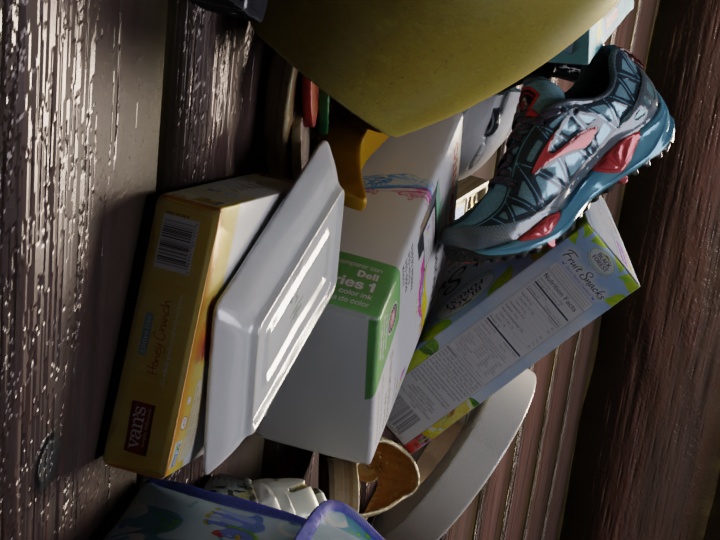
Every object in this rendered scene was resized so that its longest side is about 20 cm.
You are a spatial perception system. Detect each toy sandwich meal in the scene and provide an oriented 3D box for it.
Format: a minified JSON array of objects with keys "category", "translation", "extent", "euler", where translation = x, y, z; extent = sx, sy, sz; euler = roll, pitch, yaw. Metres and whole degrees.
[{"category":"toy sandwich meal","translation":[0.002,-0.128,1.343],"extent":[0.205,0.070,0.206],"euler":[14,90,-79]}]

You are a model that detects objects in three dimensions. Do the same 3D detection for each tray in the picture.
[{"category":"tray","translation":[-0.043,0.018,1.219],"extent":[0.200,0.022,0.108],"euler":[-61,160,-56]}]

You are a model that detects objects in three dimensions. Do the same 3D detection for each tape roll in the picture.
[{"category":"tape roll","translation":[0.081,0.161,1.942],"extent":[0.203,0.037,0.203],"euler":[-54,-175,7]}]

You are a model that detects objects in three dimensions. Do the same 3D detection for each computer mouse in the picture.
[{"category":"computer mouse","translation":[0.086,-0.104,1.588],"extent":[0.200,0.109,0.044],"euler":[-41,-114,53]}]

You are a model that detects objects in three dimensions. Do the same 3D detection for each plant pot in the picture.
[{"category":"plant pot","translation":[0.023,-0.157,1.188],"extent":[0.142,0.200,0.200],"euler":[-52,172,9]}]

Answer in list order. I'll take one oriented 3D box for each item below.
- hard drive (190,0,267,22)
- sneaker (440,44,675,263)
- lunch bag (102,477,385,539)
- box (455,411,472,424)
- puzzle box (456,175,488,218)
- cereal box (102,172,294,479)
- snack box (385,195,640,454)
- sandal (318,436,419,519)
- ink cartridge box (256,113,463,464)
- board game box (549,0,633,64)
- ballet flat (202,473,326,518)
[{"category":"hard drive","translation":[-0.067,-0.198,1.009],"extent":[0.200,0.038,0.140],"euler":[13,91,-79]},{"category":"sneaker","translation":[0.118,-0.081,1.484],"extent":[0.200,0.079,0.096],"euler":[-39,114,-27]},{"category":"lunch bag","translation":[-0.052,0.201,1.141],"extent":[0.170,0.200,0.128],"euler":[-51,153,-63]},{"category":"box","translation":[0.085,0.042,1.927],"extent":[0.200,0.082,0.068],"euler":[-60,161,-51]},{"category":"puzzle box","translation":[0.046,0.011,1.755],"extent":[0.200,0.025,0.133],"euler":[-34,136,-60]},{"category":"cereal box","translation":[-0.079,0.024,1.207],"extent":[0.200,0.039,0.144],"euler":[-26,128,-76]},{"category":"snack box","translation":[0.090,0.018,1.570],"extent":[0.200,0.068,0.169],"euler":[-38,-162,13]},{"category":"sandal","translation":[0.008,0.151,1.560],"extent":[0.212,0.069,0.078],"euler":[-127,-141,-85]},{"category":"ink cartridge box","translation":[0.000,0.000,1.448],"extent":[0.145,0.084,0.200],"euler":[93,15,-46]},{"category":"board game box","translation":[0.102,-0.190,1.544],"extent":[0.200,0.151,0.047],"euler":[-49,141,-67]},{"category":"ballet flat","translation":[-0.055,0.155,1.392],"extent":[0.200,0.072,0.072],"euler":[48,57,-79]}]
